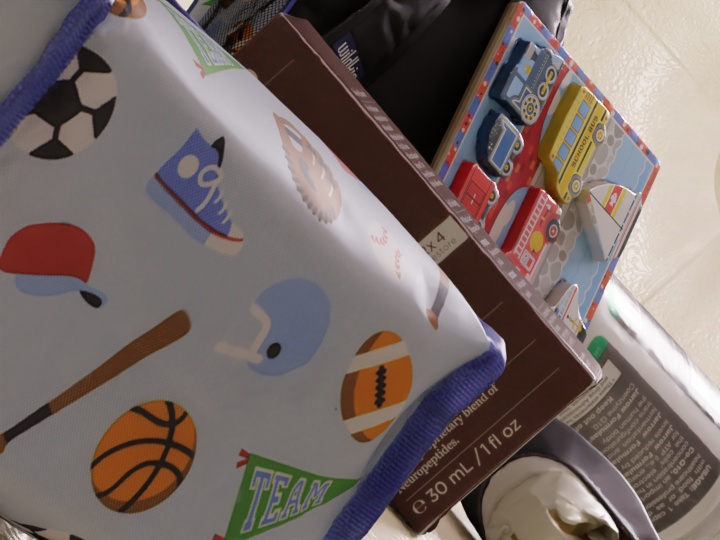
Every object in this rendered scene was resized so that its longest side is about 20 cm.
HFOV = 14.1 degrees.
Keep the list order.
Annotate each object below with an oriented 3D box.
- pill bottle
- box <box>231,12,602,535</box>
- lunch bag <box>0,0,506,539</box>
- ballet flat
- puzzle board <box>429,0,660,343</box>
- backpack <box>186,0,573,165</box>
[{"bbox_3d":[0.138,0.083,1.599,0.200,0.113,0.113,45,7,-32],"label":"pill bottle"},{"bbox_3d":[0.000,0.000,1.204,0.200,0.100,0.075,49,6,4],"label":"box"},{"bbox_3d":[-0.087,-0.025,0.688,0.200,0.124,0.170,35,-6,48],"label":"lunch bag"},{"bbox_3d":[0.102,0.133,1.266,0.200,0.073,0.073,53,7,19],"label":"ballet flat"},{"bbox_3d":[0.077,-0.008,1.436,0.017,0.201,0.151,9,-24,43],"label":"puzzle board"},{"bbox_3d":[0.005,-0.104,1.459,0.200,0.191,0.154,45,-9,-37],"label":"backpack"}]
